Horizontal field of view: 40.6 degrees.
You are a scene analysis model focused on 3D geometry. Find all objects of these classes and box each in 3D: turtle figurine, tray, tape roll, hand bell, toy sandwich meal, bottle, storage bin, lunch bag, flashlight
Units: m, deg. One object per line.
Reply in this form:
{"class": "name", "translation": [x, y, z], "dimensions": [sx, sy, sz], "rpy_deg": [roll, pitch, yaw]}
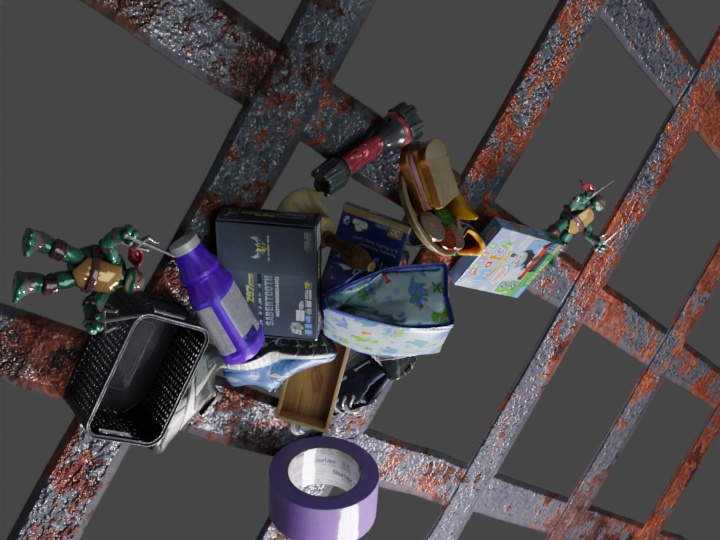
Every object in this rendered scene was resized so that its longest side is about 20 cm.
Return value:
{"class": "turtle figurine", "translation": [0.447, -0.096, 1.987], "dimensions": [0.199, 0.101, 0.150], "rpy_deg": [-39, 117, 5]}
{"class": "tray", "translation": [-0.078, 0.171, 1.678], "dimensions": [0.097, 0.037, 0.203], "rpy_deg": [15, 109, 0]}
{"class": "tape roll", "translation": [-0.066, 0.389, 1.731], "dimensions": [0.197, 0.199, 0.086], "rpy_deg": [-16, 123, -34]}
{"class": "hand bell", "translation": [-0.040, -0.045, 1.510], "dimensions": [0.103, 0.199, 0.106], "rpy_deg": [-21, 126, -32]}
{"class": "toy sandwich meal", "translation": [0.133, -0.126, 1.650], "dimensions": [0.069, 0.209, 0.204], "rpy_deg": [-22, 147, 30]}
{"class": "bottle", "translation": [-0.216, 0.040, 1.450], "dimensions": [0.064, 0.084, 0.202], "rpy_deg": [-21, 112, 18]}
{"class": "storage bin", "translation": [-0.329, 0.142, 1.432], "dimensions": [0.134, 0.093, 0.203], "rpy_deg": [19, 100, -43]}
{"class": "lunch bag", "translation": [0.037, 0.065, 1.537], "dimensions": [0.196, 0.130, 0.171], "rpy_deg": [-5, 159, -5]}
{"class": "turtle figurine", "translation": [-0.361, 0.007, 1.318], "dimensions": [0.197, 0.100, 0.153], "rpy_deg": [10, 91, -27]}
{"class": "flashlight", "translation": [0.013, -0.194, 1.568], "dimensions": [0.199, 0.068, 0.068], "rpy_deg": [-36, 134, -22]}

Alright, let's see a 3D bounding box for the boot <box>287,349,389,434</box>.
{"class": "boot", "translation": [-0.039, 0.230, 1.744], "dimensions": [0.200, 0.090, 0.073], "rpy_deg": [-46, 135, -11]}

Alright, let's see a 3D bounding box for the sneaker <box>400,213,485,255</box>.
{"class": "sneaker", "translation": [0.148, -0.067, 1.754], "dimensions": [0.198, 0.077, 0.080], "rpy_deg": [4, 112, -41]}

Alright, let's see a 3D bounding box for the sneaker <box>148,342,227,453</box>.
{"class": "sneaker", "translation": [-0.266, 0.204, 1.531], "dimensions": [0.089, 0.066, 0.203], "rpy_deg": [22, 96, -23]}

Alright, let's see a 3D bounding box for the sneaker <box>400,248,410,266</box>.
{"class": "sneaker", "translation": [0.025, 0.041, 1.708], "dimensions": [0.097, 0.071, 0.204], "rpy_deg": [1, 114, -44]}

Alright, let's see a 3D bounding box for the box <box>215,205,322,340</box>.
{"class": "box", "translation": [-0.138, 0.006, 1.494], "dimensions": [0.051, 0.154, 0.203], "rpy_deg": [-71, 165, -61]}

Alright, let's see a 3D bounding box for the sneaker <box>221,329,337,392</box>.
{"class": "sneaker", "translation": [-0.135, 0.148, 1.615], "dimensions": [0.196, 0.079, 0.090], "rpy_deg": [-7, 134, -12]}

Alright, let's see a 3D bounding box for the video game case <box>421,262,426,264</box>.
{"class": "video game case", "translation": [0.101, 0.061, 1.759], "dimensions": [0.145, 0.018, 0.200], "rpy_deg": [-60, 165, 3]}

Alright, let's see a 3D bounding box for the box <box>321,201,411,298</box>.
{"class": "box", "translation": [0.000, 0.000, 1.640], "dimensions": [0.119, 0.032, 0.203], "rpy_deg": [18, 105, 1]}

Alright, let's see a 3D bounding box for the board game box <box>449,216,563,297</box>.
{"class": "board game box", "translation": [0.283, -0.022, 1.889], "dimensions": [0.198, 0.037, 0.152], "rpy_deg": [11, 127, -42]}

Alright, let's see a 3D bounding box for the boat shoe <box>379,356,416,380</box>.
{"class": "boat shoe", "translation": [0.068, 0.159, 1.743], "dimensions": [0.200, 0.067, 0.058], "rpy_deg": [2, 79, -79]}
